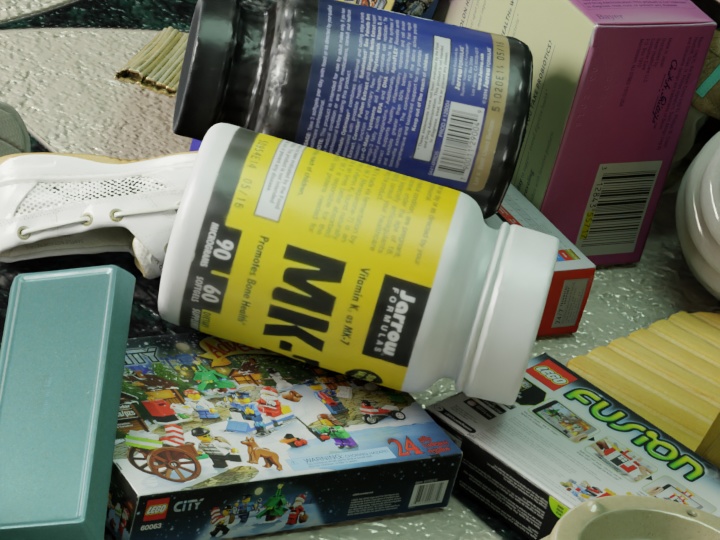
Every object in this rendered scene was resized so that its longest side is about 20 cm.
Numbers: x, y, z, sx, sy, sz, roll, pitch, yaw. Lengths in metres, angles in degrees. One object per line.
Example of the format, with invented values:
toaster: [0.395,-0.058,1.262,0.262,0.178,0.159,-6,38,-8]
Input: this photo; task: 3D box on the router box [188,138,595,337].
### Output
router box: [0.015,-0.028,1.788,0.179,0.049,0.200,-5,35,-32]

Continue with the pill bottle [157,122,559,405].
pill bottle: [0.000,0.000,1.584,0.200,0.115,0.114,16,29,2]

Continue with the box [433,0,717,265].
box: [0.115,-0.127,1.880,0.097,0.176,0.200,-4,34,-31]

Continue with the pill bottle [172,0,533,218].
pill bottle: [-0.006,-0.102,1.741,0.200,0.112,0.112,12,29,-8]

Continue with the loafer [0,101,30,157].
loafer: [-0.285,-0.058,1.692,0.200,0.072,0.063,-10,-1,-41]

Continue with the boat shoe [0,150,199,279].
boat shoe: [-0.118,-0.027,1.692,0.199,0.071,0.069,-1,71,2]

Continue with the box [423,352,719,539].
box: [0.138,0.122,1.596,0.200,0.035,0.110,34,36,30]

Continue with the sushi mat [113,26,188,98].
sushi mat: [-0.099,-0.128,1.890,0.095,0.012,0.200,17,12,0]

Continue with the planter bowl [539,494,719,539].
planter bowl: [0.130,0.192,1.372,0.200,0.135,0.200,12,30,-7]

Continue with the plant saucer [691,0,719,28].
plant saucer: [0.238,-0.134,1.926,0.200,0.200,0.032,32,69,27]

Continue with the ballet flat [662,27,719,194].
ballet flat: [0.213,-0.090,1.914,0.068,0.200,0.072,38,72,6]

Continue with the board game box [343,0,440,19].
board game box: [0.008,-0.201,1.919,0.035,0.200,0.136,2,36,-29]

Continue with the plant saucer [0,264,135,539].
plant saucer: [-0.158,0.067,1.501,0.070,0.019,0.200,-5,41,7]

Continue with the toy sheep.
toy sheep: [0.259,-0.039,1.818,0.138,0.200,0.138,-2,70,6]

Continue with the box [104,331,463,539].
box: [-0.065,0.084,1.563,0.200,0.038,0.137,-5,35,-33]

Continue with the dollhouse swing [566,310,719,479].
dollhouse swing: [0.247,0.038,1.685,0.176,0.182,0.200,44,38,23]
